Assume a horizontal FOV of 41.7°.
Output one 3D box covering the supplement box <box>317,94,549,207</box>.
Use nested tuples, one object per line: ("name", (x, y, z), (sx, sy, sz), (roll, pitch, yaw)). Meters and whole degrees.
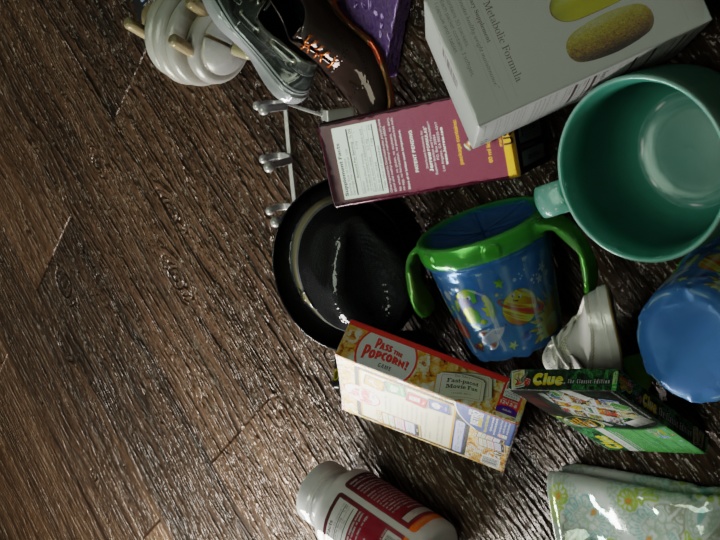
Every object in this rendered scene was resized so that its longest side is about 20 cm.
("supplement box", (0.073, -0.125, 0.933), (0.197, 0.110, 0.087), (-8, 99, 28))

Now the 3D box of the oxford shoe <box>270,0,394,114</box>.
("oxford shoe", (-0.037, -0.241, 1.025), (0.201, 0.072, 0.071), (55, 138, 6))

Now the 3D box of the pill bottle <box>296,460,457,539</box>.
("pill bottle", (0.016, 0.323, 1.192), (0.199, 0.112, 0.115), (25, 121, 38))

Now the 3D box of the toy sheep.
("toy sheep", (-0.205, -0.294, 1.180), (0.199, 0.137, 0.140), (32, 125, 34))

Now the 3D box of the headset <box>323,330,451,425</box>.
("headset", (0.041, 0.117, 1.139), (0.198, 0.094, 0.125), (26, 124, 19))

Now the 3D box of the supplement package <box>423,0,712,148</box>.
("supplement package", (0.163, -0.199, 0.778), (0.198, 0.110, 0.115), (-24, 87, 3))

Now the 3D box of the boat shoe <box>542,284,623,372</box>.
("boat shoe", (0.203, 0.084, 0.874), (0.068, 0.072, 0.201), (-3, 145, 9))

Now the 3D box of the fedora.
("fedora", (0.000, 0.000, 1.030), (0.092, 0.197, 0.204), (-144, 47, -67))

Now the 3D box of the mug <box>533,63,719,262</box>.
("mug", (0.248, -0.099, 0.799), (0.184, 0.114, 0.154), (26, 122, 38))

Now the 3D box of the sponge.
("sponge", (-0.027, -0.303, 1.068), (0.199, 0.030, 0.113), (32, 126, 33))

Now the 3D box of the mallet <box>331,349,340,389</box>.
("mallet", (-0.023, 0.038, 1.127), (0.065, 0.041, 0.203), (1, 79, 48))

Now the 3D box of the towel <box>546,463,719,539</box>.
("towel", (0.284, 0.291, 0.954), (0.198, 0.048, 0.174), (0, 105, 45))

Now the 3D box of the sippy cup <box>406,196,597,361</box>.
("sippy cup", (0.138, 0.013, 0.940), (0.177, 0.138, 0.132), (17, 130, 67))

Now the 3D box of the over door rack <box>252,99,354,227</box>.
("over door rack", (-0.074, -0.125, 1.126), (0.199, 0.066, 0.150), (21, 121, 56))

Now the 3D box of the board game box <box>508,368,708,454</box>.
("board game box", (0.228, 0.129, 0.854), (0.104, 0.199, 0.024), (-8, 62, 39))

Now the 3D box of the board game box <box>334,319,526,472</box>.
("board game box", (0.074, 0.137, 1.010), (0.197, 0.047, 0.152), (20, 152, 12))

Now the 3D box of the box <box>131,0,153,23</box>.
("box", (-0.257, -0.455, 1.235), (0.199, 0.049, 0.201), (-21, 89, 47))

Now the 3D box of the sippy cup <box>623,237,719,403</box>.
("sippy cup", (0.300, 0.044, 0.786), (0.139, 0.129, 0.180), (29, 123, 35))

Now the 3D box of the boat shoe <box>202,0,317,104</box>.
("boat shoe", (-0.110, -0.287, 1.096), (0.201, 0.072, 0.071), (51, 127, 14))
